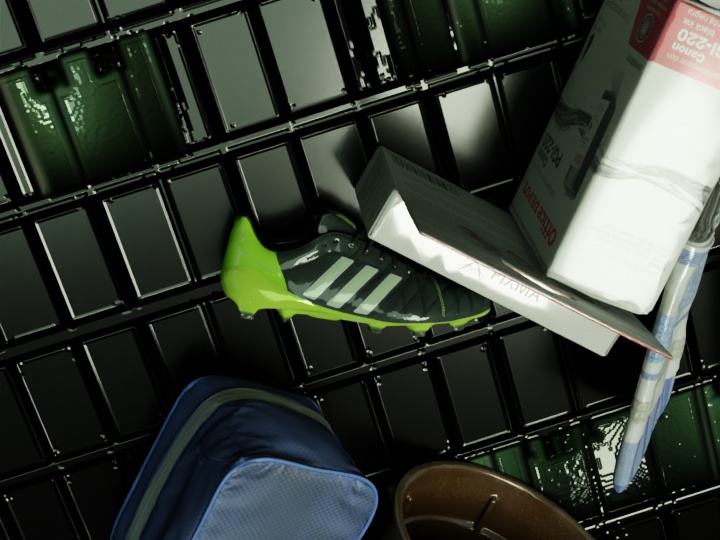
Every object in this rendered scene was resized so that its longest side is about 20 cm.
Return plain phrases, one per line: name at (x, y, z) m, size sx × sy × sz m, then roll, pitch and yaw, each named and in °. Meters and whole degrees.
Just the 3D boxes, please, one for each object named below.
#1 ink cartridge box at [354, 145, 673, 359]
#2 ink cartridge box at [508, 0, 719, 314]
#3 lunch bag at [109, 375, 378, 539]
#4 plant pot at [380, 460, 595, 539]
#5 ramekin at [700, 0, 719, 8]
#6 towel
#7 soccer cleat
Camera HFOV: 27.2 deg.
ink cartridge box at (0.098, 0.000, 1.018) m, size 0.199 × 0.176 × 0.045 m, roll 26°, pitch 107°, yaw -17°
ink cartridge box at (0.186, -0.092, 1.008) m, size 0.084 × 0.146 × 0.201 m, roll 18°, pitch 108°, yaw -12°
lunch bag at (-0.094, 0.186, 1.096) m, size 0.135 × 0.132 × 0.201 m, roll 20°, pitch 108°, yaw -32°
plant pot at (0.072, 0.287, 1.133) m, size 0.199 × 0.201 × 0.199 m, roll 21°, pitch 115°, yaw -15°
ramekin at (0.190, -0.252, 0.920) m, size 0.200 × 0.201 × 0.098 m, roll 31°, pitch 112°, yaw -18°
towel at (0.225, 0.045, 1.076) m, size 0.024 × 0.147 × 0.201 m, roll 17°, pitch 114°, yaw 14°
soccer cleat at (0.000, 0.000, 1.068) m, size 0.199 × 0.068 × 0.082 m, roll 6°, pitch 99°, yaw -10°
